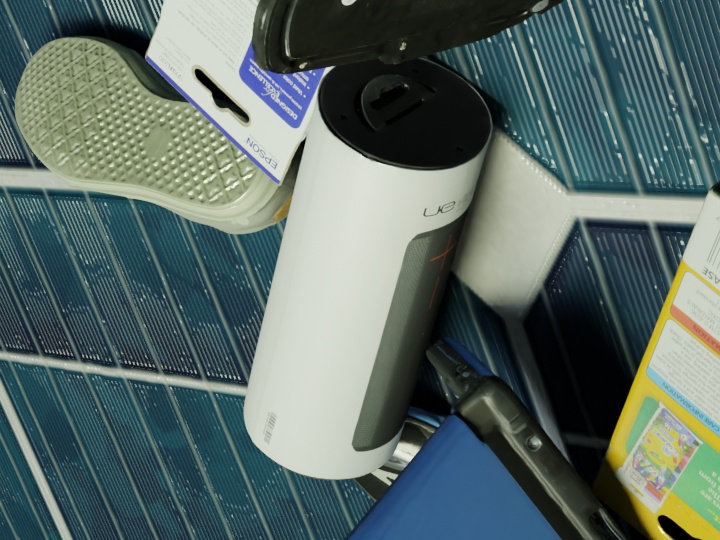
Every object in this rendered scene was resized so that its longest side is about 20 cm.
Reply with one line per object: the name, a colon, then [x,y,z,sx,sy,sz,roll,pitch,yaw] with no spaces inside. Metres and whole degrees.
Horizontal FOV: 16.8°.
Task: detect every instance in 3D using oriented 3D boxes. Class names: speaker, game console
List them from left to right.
speaker: [0.000,0.000,1.115,0.081,0.081,0.201,37,135,23]
game console: [0.069,0.150,1.073,0.200,0.118,0.171,52,178,-13]

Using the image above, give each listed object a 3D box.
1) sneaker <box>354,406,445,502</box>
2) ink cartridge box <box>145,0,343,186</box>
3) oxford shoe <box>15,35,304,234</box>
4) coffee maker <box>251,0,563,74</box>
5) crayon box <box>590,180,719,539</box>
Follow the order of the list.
sneaker: [0.049,0.151,1.203,0.200,0.083,0.071,55,147,2]
ink cartridge box: [-0.031,-0.136,1.078,0.095,0.037,0.201,43,137,14]
oxford shoe: [-0.101,-0.065,1.218,0.199,0.058,0.076,23,90,40]
coffee maker: [0.005,-0.188,0.909,0.135,0.191,0.201,-41,64,35]
crayon box: [0.177,0.058,0.998,0.126,0.051,0.201,40,143,21]
